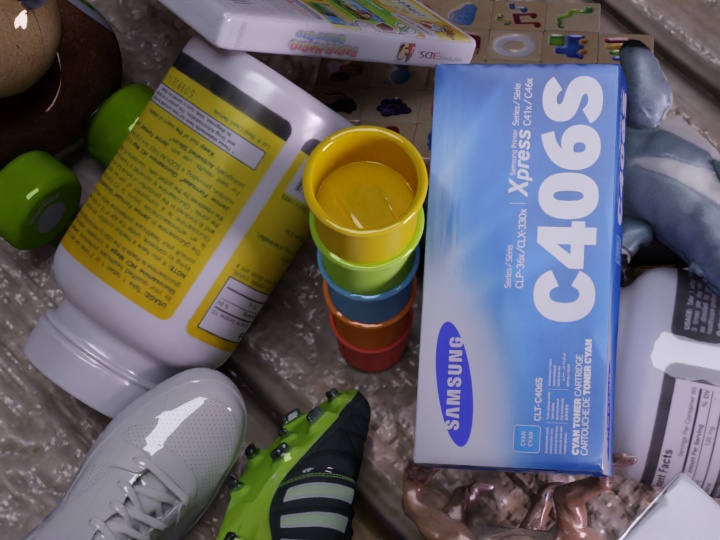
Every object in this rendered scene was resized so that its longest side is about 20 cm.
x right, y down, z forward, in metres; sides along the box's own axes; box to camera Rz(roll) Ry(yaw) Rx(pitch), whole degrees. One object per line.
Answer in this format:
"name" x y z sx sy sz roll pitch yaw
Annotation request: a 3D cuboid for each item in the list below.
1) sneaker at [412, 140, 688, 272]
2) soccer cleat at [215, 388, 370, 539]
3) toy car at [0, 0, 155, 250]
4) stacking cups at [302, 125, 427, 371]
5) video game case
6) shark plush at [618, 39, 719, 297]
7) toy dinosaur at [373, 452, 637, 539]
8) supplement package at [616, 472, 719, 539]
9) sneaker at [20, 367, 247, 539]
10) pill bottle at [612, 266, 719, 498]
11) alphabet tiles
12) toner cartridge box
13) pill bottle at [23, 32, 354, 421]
"sneaker" 0.092 -0.010 0.976 0.199 0.070 0.090 12 68 15
"soccer cleat" -0.033 0.137 0.891 0.081 0.067 0.200 51 35 -14
"toy car" -0.198 -0.145 0.966 0.164 0.200 0.158 38 54 17
"stacking cups" 0.000 0.000 0.898 0.060 0.200 0.061 1 64 -1
"video game case" -0.060 -0.170 0.991 0.181 0.023 0.200 -1 30 -41
"shark plush" 0.156 -0.021 0.892 0.083 0.091 0.200 -32 69 -7
"toy dinosaur" 0.079 0.169 0.882 0.199 0.086 0.136 -1 71 8
"supplement package" 0.123 0.221 0.745 0.156 0.111 0.200 43 73 16
"sneaker" -0.121 0.142 0.864 0.074 0.116 0.200 44 87 -20
"pill bottle" 0.191 0.061 0.907 0.199 0.116 0.116 11 65 8
"alphabet tiles" 0.072 -0.113 1.019 0.199 0.006 0.167 3 41 8
"toner cartridge box" 0.081 -0.001 0.857 0.095 0.043 0.201 1 82 15
"pill bottle" -0.095 -0.019 0.938 0.112 0.112 0.200 34 93 18
